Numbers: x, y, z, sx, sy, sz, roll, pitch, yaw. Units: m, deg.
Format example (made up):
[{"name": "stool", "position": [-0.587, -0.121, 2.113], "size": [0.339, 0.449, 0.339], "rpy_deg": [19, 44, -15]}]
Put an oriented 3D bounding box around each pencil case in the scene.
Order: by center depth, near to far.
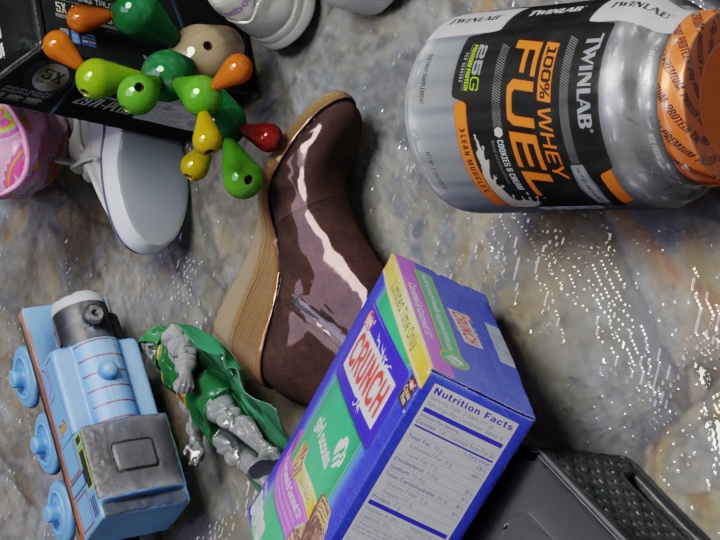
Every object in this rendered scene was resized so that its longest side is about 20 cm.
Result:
[{"name": "pencil case", "position": [-0.270, -0.093, 1.599], "size": [0.087, 0.200, 0.088], "rpy_deg": [0, 95, 2]}]

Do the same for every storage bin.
[{"name": "storage bin", "position": [0.108, 0.214, 1.247], "size": [0.135, 0.093, 0.201], "rpy_deg": [46, 115, 39]}]

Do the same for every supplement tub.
[{"name": "supplement tub", "position": [0.134, -0.095, 1.255], "size": [0.199, 0.122, 0.124], "rpy_deg": [-1, 82, 44]}]

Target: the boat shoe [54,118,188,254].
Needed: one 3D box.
[{"name": "boat shoe", "position": [-0.187, -0.092, 1.598], "size": [0.086, 0.074, 0.203], "rpy_deg": [-31, 60, 36]}]

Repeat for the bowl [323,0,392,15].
[{"name": "bowl", "position": [-0.014, -0.292, 1.424], "size": [0.200, 0.074, 0.201], "rpy_deg": [-51, 51, 49]}]

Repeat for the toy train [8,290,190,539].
[{"name": "toy train", "position": [-0.188, 0.106, 1.540], "size": [0.114, 0.086, 0.201], "rpy_deg": [-49, 53, 54]}]

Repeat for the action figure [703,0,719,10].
[{"name": "action figure", "position": [0.221, -0.231, 1.225], "size": [0.129, 0.069, 0.202], "rpy_deg": [17, 115, 30]}]

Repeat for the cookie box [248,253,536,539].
[{"name": "cookie box", "position": [0.013, 0.117, 1.294], "size": [0.201, 0.075, 0.171], "rpy_deg": [-60, 17, 17]}]

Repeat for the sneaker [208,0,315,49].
[{"name": "sneaker", "position": [-0.091, -0.255, 1.513], "size": [0.075, 0.099, 0.201], "rpy_deg": [-32, 63, 27]}]

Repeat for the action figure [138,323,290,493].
[{"name": "action figure", "position": [-0.102, 0.093, 1.484], "size": [0.200, 0.054, 0.119], "rpy_deg": [44, 149, 48]}]

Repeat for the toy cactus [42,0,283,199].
[{"name": "toy cactus", "position": [-0.117, -0.142, 1.426], "size": [0.200, 0.165, 0.102], "rpy_deg": [42, 114, 4]}]

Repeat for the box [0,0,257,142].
[{"name": "box", "position": [-0.182, -0.194, 1.522], "size": [0.086, 0.199, 0.165], "rpy_deg": [-28, 64, 38]}]

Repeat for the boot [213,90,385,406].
[{"name": "boot", "position": [0.000, 0.000, 1.423], "size": [0.166, 0.072, 0.201], "rpy_deg": [29, 102, 30]}]
